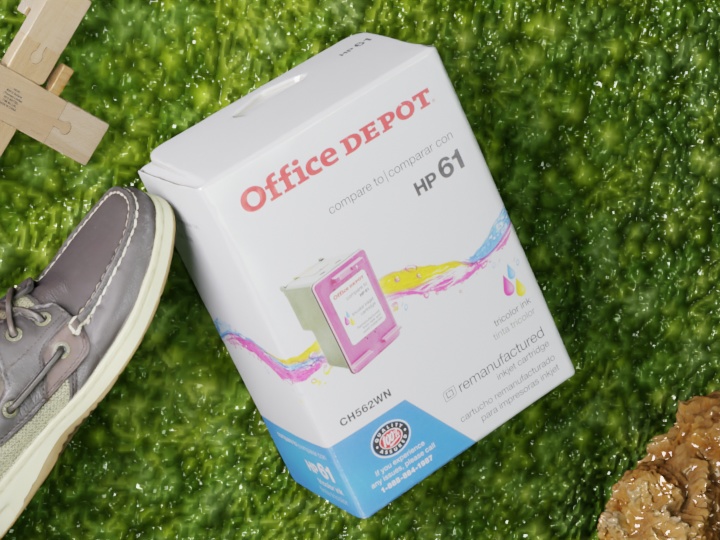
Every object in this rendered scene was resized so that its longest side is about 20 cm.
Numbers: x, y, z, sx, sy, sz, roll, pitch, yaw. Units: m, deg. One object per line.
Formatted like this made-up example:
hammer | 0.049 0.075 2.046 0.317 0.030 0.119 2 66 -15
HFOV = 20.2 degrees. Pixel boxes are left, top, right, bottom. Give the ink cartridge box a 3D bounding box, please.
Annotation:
ink cartridge box | 0.000 0.000 1.026 0.144 0.085 0.200 -33 112 -18

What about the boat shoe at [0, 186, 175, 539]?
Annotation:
boat shoe | -0.159 0.043 0.958 0.065 0.073 0.200 32 85 -34

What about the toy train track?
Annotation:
toy train track | -0.193 -0.049 0.946 0.115 0.033 0.200 29 92 -47

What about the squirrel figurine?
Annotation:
squirrel figurine | 0.208 0.181 1.163 0.200 0.142 0.187 43 90 -13
